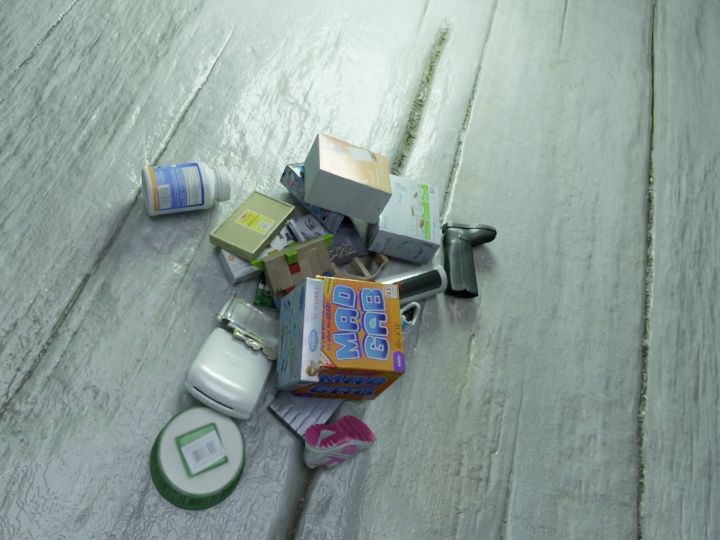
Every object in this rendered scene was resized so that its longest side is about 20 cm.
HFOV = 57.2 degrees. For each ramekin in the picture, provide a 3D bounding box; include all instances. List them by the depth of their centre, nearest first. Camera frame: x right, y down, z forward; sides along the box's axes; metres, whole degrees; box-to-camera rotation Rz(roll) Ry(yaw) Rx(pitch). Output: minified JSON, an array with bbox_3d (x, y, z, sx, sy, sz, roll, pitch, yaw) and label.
[{"bbox_3d":[-0.326,0.374,1.345,0.195,0.098,0.205,8,63,-16],"label":"ramekin"}]

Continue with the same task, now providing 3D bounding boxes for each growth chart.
[{"bbox_3d":[-0.236,0.132,1.503,0.198,0.018,0.145,34,27,-3],"label":"growth chart"}]

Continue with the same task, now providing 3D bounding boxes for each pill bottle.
[{"bbox_3d":[-0.415,-0.199,1.580,0.196,0.112,0.114,-10,69,-24],"label":"pill bottle"}]

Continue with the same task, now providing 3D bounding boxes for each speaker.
[{"bbox_3d":[0.120,0.042,1.680,0.196,0.081,0.083,-15,71,-26],"label":"speaker"}]

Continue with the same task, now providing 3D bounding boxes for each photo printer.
[{"bbox_3d":[-0.278,0.220,1.397,0.164,0.070,0.201,30,23,-6],"label":"photo printer"}]

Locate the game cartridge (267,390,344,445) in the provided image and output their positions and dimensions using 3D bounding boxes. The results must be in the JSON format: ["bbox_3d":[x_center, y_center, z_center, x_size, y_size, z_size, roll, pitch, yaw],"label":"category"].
[{"bbox_3d":[-0.106,0.280,1.510,0.129,0.039,0.200,39,59,6],"label":"game cartridge"}]

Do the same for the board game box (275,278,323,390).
[{"bbox_3d":[-0.129,0.139,1.377,0.040,0.199,0.205,8,74,-20],"label":"board game box"}]

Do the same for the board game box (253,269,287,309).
[{"bbox_3d":[-0.149,0.053,1.581,0.196,0.023,0.107,15,87,-17],"label":"board game box"}]

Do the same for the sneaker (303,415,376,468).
[{"bbox_3d":[-0.053,0.383,1.458,0.197,0.089,0.082,4,33,-39],"label":"sneaker"}]

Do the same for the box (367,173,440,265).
[{"bbox_3d":[0.114,-0.140,1.738,0.172,0.097,0.204,12,53,-14],"label":"box"}]

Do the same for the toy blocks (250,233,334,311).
[{"bbox_3d":[-0.139,0.013,1.534,0.196,0.100,0.140,-22,107,-16],"label":"toy blocks"}]

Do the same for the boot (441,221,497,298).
[{"bbox_3d":[0.301,-0.025,1.784,0.160,0.066,0.204,3,61,-9],"label":"boot"}]

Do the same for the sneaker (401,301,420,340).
[{"bbox_3d":[0.084,0.151,1.611,0.074,0.087,0.202,35,60,-3],"label":"sneaker"}]

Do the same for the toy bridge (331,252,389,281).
[{"bbox_3d":[0.000,0.000,1.648,0.197,0.027,0.068,-14,59,-44],"label":"toy bridge"}]

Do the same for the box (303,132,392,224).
[{"bbox_3d":[-0.033,-0.228,1.639,0.196,0.107,0.155,16,43,-21],"label":"box"}]

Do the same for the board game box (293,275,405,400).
[{"bbox_3d":[-0.033,0.156,1.463,0.195,0.200,0.204,7,61,-19],"label":"board game box"}]

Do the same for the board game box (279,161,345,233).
[{"bbox_3d":[-0.076,-0.194,1.708,0.197,0.062,0.201,-15,61,-42],"label":"board game box"}]

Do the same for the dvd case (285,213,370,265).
[{"bbox_3d":[-0.080,-0.083,1.672,0.198,0.016,0.150,-21,74,-44],"label":"dvd case"}]

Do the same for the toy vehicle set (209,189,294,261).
[{"bbox_3d":[-0.260,-0.113,1.602,0.122,0.027,0.201,23,47,14],"label":"toy vehicle set"}]

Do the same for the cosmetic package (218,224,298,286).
[{"bbox_3d":[-0.237,-0.040,1.605,0.197,0.051,0.084,-24,74,-28],"label":"cosmetic package"}]
